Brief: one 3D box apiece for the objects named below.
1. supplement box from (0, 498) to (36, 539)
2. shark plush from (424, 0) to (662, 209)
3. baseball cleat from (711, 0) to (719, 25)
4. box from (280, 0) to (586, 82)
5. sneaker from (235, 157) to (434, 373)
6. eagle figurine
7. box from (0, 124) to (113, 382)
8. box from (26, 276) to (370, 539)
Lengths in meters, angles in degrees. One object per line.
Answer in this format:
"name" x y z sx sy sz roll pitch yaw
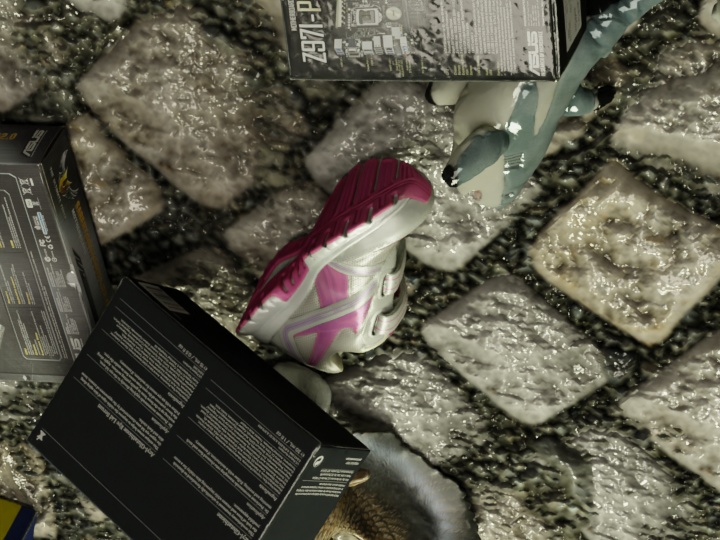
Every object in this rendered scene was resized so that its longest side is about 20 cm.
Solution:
"supplement box" -0.378 0.236 1.636 0.199 0.110 0.109 18 131 5
"shark plush" 0.120 -0.121 1.236 0.083 0.091 0.200 27 113 -30
"baseball cleat" 0.287 -0.097 1.170 0.106 0.070 0.200 -23 118 32
"box" 0.036 -0.213 1.127 0.163 0.086 0.201 1 116 17
"sneaker" 0.000 0.000 1.345 0.088 0.082 0.200 33 139 -11
"eagle figurine" -0.022 0.179 1.482 0.152 0.151 0.200 39 -179 38
"box" -0.266 -0.010 1.440 0.157 0.048 0.201 2 128 18
"box" -0.114 0.120 1.382 0.200 0.079 0.142 38 100 27
